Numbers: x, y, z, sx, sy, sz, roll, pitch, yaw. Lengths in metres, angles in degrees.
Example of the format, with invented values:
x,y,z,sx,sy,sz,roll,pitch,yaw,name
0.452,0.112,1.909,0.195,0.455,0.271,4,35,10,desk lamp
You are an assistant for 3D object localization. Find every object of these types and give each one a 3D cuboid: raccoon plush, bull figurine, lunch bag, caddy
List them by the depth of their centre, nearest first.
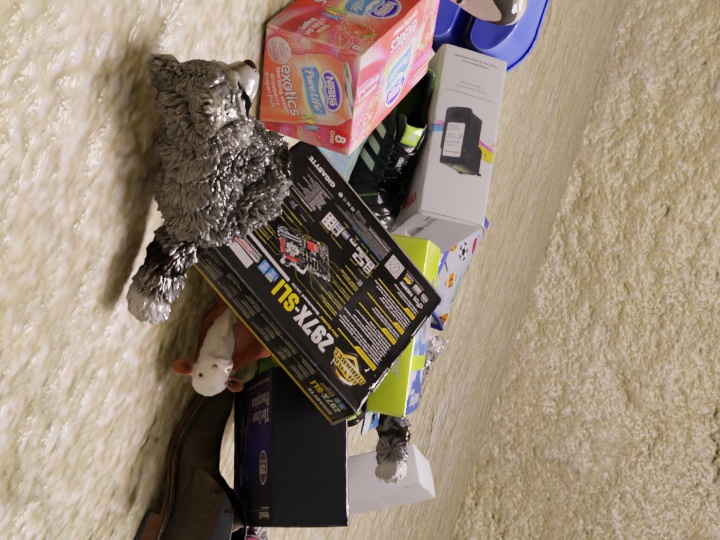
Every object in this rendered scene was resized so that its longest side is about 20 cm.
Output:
x,y,z,sx,sy,sz,roll,pitch,yaw,name
-0.125,-0.057,0.874,0.202,0.096,0.134,-68,156,-4,raccoon plush
-0.102,0.044,1.120,0.123,0.065,0.200,-65,171,11,bull figurine
0.043,0.145,1.407,0.134,0.096,0.203,23,73,-62,raccoon plush
0.150,-0.328,1.424,0.202,0.140,0.105,-70,160,0,caddy
0.071,-0.045,1.539,0.172,0.123,0.200,-65,148,-19,lunch bag

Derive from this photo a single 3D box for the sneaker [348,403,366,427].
x,y,z,sx,sy,sz,roll,pitch,yaw,name
-0.016,0.116,1.257,0.070,0.083,0.200,-23,165,-13,sneaker

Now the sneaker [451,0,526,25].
x,y,z,sx,sy,sz,roll,pitch,yaw,name
0.057,-0.277,1.093,0.088,0.199,0.076,-51,180,-31,sneaker

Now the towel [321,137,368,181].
x,y,z,sx,sy,sz,roll,pitch,yaw,name
-0.043,-0.078,1.275,0.147,0.021,0.202,25,84,-74,towel

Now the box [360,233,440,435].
x,y,z,sx,sy,sz,roll,pitch,yaw,name
0.043,0.069,1.260,0.122,0.047,0.203,18,80,-81,box

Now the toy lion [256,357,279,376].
x,y,z,sx,sy,sz,roll,pitch,yaw,name
-0.063,0.120,1.387,0.191,0.068,0.202,-29,137,-58,toy lion

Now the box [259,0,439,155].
x,y,z,sx,sy,sz,roll,pitch,yaw,name
-0.006,-0.202,1.115,0.200,0.094,0.104,-51,156,-51,box

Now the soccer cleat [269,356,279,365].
x,y,z,sx,sy,sz,roll,pitch,yaw,name
-0.041,0.031,1.209,0.201,0.064,0.084,-52,-164,30,soccer cleat

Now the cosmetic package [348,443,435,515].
x,y,z,sx,sy,sz,roll,pitch,yaw,name
-0.018,0.260,1.453,0.151,0.197,0.052,58,20,-72,cosmetic package

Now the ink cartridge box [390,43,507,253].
x,y,z,sx,sy,sz,roll,pitch,yaw,name
0.095,-0.135,1.406,0.146,0.082,0.203,144,-43,-71,ink cartridge box

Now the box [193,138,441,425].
x,y,z,sx,sy,sz,roll,pitch,yaw,name
-0.037,0.006,1.069,0.049,0.200,0.160,-27,-163,51,box

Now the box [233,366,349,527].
x,y,z,sx,sy,sz,roll,pitch,yaw,name
-0.070,0.173,1.157,0.200,0.078,0.143,143,-55,-71,box

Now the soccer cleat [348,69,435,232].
x,y,z,sx,sy,sz,roll,pitch,yaw,name
0.035,-0.132,1.345,0.081,0.067,0.203,6,-98,65,soccer cleat

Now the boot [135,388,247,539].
x,y,z,sx,sy,sz,roll,pitch,yaw,name
-0.136,0.205,1.149,0.075,0.096,0.202,30,79,-74,boot

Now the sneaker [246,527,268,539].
x,y,z,sx,sy,sz,roll,pitch,yaw,name
-0.130,0.292,1.286,0.200,0.080,0.076,135,-25,-72,sneaker
